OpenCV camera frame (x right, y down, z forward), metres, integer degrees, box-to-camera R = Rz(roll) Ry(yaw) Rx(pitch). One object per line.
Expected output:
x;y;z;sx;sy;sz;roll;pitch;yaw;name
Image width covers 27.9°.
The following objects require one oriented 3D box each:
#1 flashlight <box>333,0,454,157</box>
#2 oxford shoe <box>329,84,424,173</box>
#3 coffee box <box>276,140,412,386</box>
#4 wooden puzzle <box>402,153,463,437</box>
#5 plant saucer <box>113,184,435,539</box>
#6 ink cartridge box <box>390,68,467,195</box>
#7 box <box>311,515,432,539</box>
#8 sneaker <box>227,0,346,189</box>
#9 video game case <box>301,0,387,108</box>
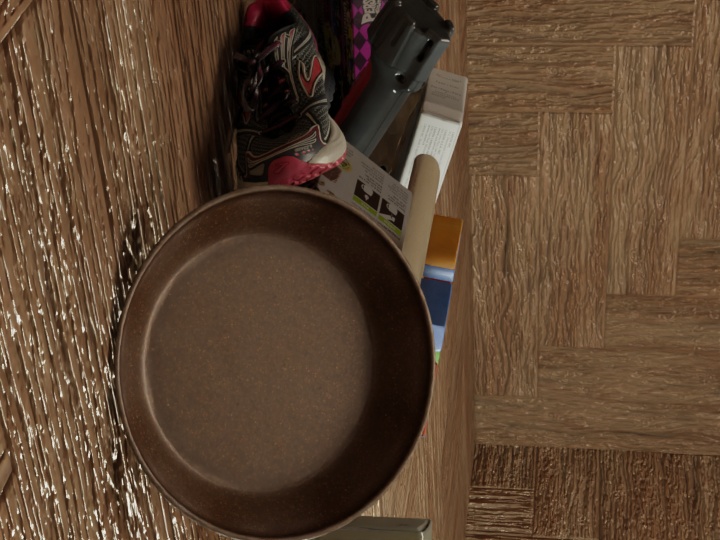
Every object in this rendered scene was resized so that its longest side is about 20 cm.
-0.004;-0.123;1.099;0.201;0.067;0.068;-57;-172;34;flashlight
0.006;-0.126;1.277;0.200;0.072;0.085;-47;137;-57;oxford shoe
-0.038;0.015;0.977;0.113;0.080;0.201;-43;-159;33;coffee box
0.051;0.036;1.177;0.186;0.046;0.201;-75;170;-51;wooden puzzle
-0.050;0.053;0.831;0.037;0.199;0.202;-6;-99;62;plant saucer
0.056;-0.108;1.426;0.177;0.044;0.201;-80;-174;-56;ink cartridge box
-0.005;0.318;1.265;0.109;0.127;0.202;28;64;-81;box
-0.060;-0.118;1.001;0.201;0.080;0.075;-100;168;-56;sneaker
-0.016;-0.240;1.186;0.181;0.035;0.202;-126;-149;-64;video game case
